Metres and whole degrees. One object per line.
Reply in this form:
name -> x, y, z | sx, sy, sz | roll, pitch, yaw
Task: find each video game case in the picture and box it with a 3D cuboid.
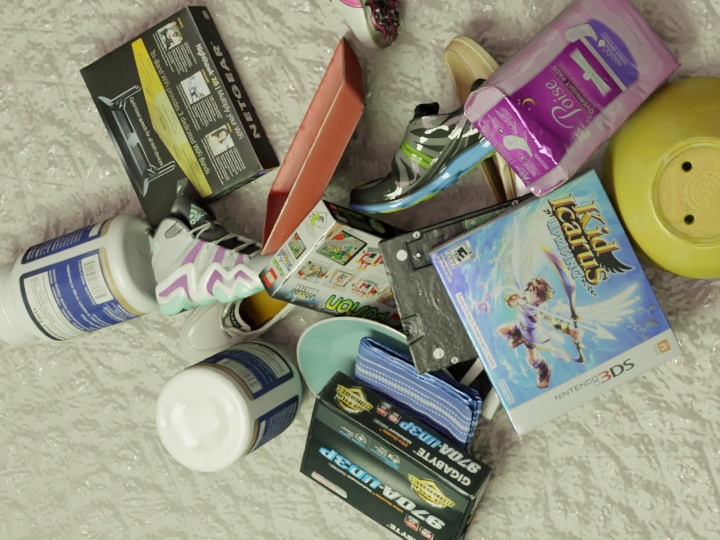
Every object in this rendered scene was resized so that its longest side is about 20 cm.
video game case -> 0.188, 0.031, 1.502 | 0.180, 0.045, 0.201 | -27, 93, 1

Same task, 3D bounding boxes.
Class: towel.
towel -> 0.050, 0.163, 1.644 | 0.144, 0.024, 0.201 | 27, 141, 15

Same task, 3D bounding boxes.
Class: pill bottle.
pill bottle -> -0.130, 0.138, 1.670 | 0.110, 0.200, 0.112 | 4, 100, 20
pill bottle -> -0.327, 0.015, 1.771 | 0.198, 0.116, 0.117 | -16, 93, 23

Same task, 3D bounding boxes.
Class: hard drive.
hard drive -> 0.130, 0.008, 1.542 | 0.198, 0.038, 0.141 | -18, 94, 2

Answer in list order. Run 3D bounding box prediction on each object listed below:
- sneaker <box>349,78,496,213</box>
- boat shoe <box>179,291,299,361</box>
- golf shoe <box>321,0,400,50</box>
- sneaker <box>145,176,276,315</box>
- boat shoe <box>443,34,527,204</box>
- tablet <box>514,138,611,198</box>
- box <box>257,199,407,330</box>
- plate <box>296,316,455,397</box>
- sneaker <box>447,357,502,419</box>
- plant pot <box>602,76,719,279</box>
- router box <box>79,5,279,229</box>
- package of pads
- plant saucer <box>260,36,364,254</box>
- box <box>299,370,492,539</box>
sneaker -> 0.069, -0.121, 1.552 | 0.199, 0.071, 0.083 | -35, 85, 25
boat shoe -> -0.130, 0.047, 1.725 | 0.199, 0.070, 0.071 | -27, 89, 22
golf shoe -> -0.026, -0.312, 1.629 | 0.092, 0.072, 0.201 | -32, 77, 29
sneaker -> -0.160, -0.036, 1.663 | 0.199, 0.078, 0.141 | -14, 95, 34
boat shoe -> 0.131, -0.144, 1.582 | 0.064, 0.071, 0.201 | -28, 89, -16
tablet -> 0.217, -0.117, 1.562 | 0.129, 0.014, 0.202 | -6, 97, -10
box -> 0.000, 0.000, 1.603 | 0.110, 0.199, 0.035 | -48, 51, 20
plate -> 0.025, 0.115, 1.659 | 0.199, 0.026, 0.201 | 19, 140, 17
sneaker -> 0.135, 0.048, 1.621 | 0.111, 0.073, 0.201 | 30, 110, 12
plant pot -> 0.326, -0.080, 1.475 | 0.198, 0.142, 0.202 | 2, 100, 12
router box -> -0.202, -0.170, 1.726 | 0.156, 0.052, 0.201 | -25, 89, 22
package of pads -> 0.205, -0.179, 1.484 | 0.121, 0.200, 0.076 | 48, 156, -3
plant saucer -> -0.045, -0.127, 1.609 | 0.036, 0.200, 0.201 | 23, 108, -9
box -> 0.034, 0.214, 1.660 | 0.199, 0.046, 0.160 | 32, 144, 13
